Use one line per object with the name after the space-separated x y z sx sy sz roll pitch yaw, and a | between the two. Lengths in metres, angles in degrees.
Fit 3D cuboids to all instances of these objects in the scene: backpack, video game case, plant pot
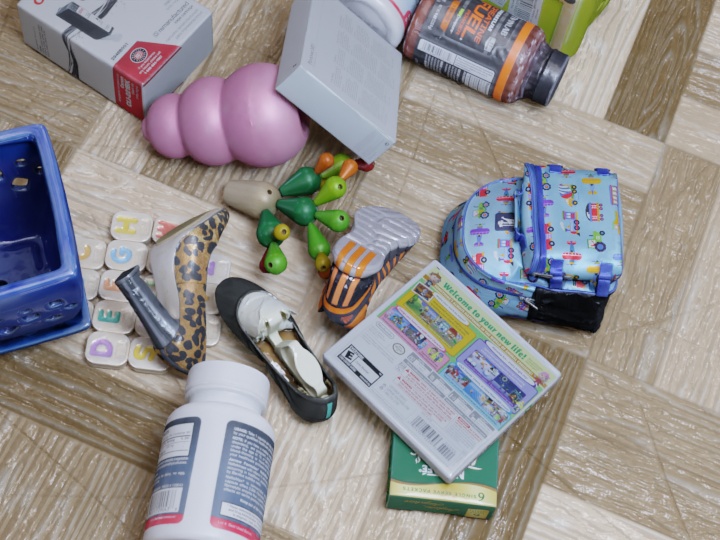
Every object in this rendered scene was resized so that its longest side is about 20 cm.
0.196 -0.035 1.584 0.199 0.135 0.183 7 61 1 | backpack
0.090 0.108 1.508 0.182 0.022 0.200 -39 70 -22 | video game case
0.241 -0.401 1.752 0.198 0.200 0.182 25 68 7 | plant pot
-0.402 -0.013 1.473 0.199 0.180 0.201 -15 65 -8 | plant pot

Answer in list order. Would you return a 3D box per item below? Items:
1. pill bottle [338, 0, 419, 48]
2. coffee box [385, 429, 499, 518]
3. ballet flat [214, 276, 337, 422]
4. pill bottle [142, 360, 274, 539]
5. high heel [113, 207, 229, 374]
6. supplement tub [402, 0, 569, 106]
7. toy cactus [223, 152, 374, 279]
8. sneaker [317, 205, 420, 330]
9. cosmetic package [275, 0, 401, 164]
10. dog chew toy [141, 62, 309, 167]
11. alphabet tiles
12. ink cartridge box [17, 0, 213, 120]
0.047 -0.387 1.768 0.108 0.109 0.200 28 63 9 | pill bottle
0.095 0.170 1.512 0.122 0.044 0.201 8 61 -2 | coffee box
-0.087 0.077 1.512 0.068 0.068 0.200 -34 79 -27 | ballet flat
-0.152 0.204 1.425 0.119 0.120 0.201 9 61 -1 | pill bottle
-0.184 0.022 1.557 0.143 0.071 0.200 58 43 -14 | high heel
0.161 -0.281 1.725 0.199 0.107 0.107 25 62 7 | supplement tub
-0.081 -0.073 1.610 0.164 0.102 0.200 15 62 24 | toy cactus
0.000 0.000 1.577 0.077 0.112 0.200 30 29 13 | sneaker
-0.023 -0.241 1.638 0.151 0.052 0.200 39 33 -25 | cosmetic package
-0.164 -0.180 1.630 0.199 0.125 0.125 -6 61 11 | dog chew toy
-0.252 0.023 1.570 0.195 0.015 0.201 7 62 -2 | alphabet tiles
-0.305 -0.304 1.699 0.200 0.084 0.144 33 64 12 | ink cartridge box
